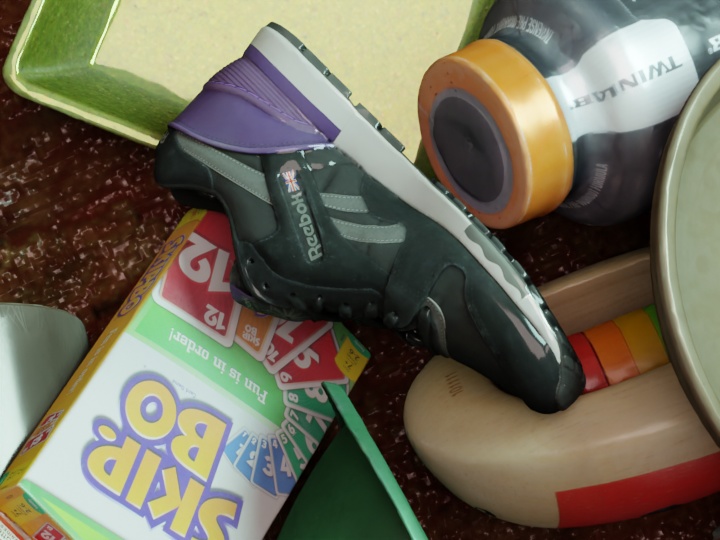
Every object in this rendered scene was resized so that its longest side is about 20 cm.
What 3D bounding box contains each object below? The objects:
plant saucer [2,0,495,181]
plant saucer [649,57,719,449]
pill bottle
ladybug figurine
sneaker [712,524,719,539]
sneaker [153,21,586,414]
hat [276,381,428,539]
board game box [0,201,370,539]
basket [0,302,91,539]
[{"bbox_3d":[-0.021,-0.125,1.241,0.200,0.048,0.200,22,80,2],"label":"plant saucer"},{"bbox_3d":[0.183,0.004,1.123,0.200,0.029,0.201,8,75,-33],"label":"plant saucer"},{"bbox_3d":[0.120,-0.083,1.178,0.200,0.106,0.106,-25,82,-29],"label":"pill bottle"},{"bbox_3d":[0.118,0.047,1.186,0.200,0.136,0.072,-19,118,1],"label":"ladybug figurine"},{"bbox_3d":[0.188,0.115,1.196,0.077,0.078,0.200,44,80,0],"label":"sneaker"},{"bbox_3d":[0.000,0.000,1.153,0.088,0.076,0.200,-43,65,-4],"label":"sneaker"},{"bbox_3d":[-0.040,0.169,1.134,0.176,0.166,0.200,-28,77,-3],"label":"hat"},{"bbox_3d":[-0.070,0.065,1.148,0.096,0.030,0.200,47,46,-15],"label":"board game box"},{"bbox_3d":[-0.152,0.123,1.150,0.180,0.136,0.201,2,72,-36],"label":"basket"}]
